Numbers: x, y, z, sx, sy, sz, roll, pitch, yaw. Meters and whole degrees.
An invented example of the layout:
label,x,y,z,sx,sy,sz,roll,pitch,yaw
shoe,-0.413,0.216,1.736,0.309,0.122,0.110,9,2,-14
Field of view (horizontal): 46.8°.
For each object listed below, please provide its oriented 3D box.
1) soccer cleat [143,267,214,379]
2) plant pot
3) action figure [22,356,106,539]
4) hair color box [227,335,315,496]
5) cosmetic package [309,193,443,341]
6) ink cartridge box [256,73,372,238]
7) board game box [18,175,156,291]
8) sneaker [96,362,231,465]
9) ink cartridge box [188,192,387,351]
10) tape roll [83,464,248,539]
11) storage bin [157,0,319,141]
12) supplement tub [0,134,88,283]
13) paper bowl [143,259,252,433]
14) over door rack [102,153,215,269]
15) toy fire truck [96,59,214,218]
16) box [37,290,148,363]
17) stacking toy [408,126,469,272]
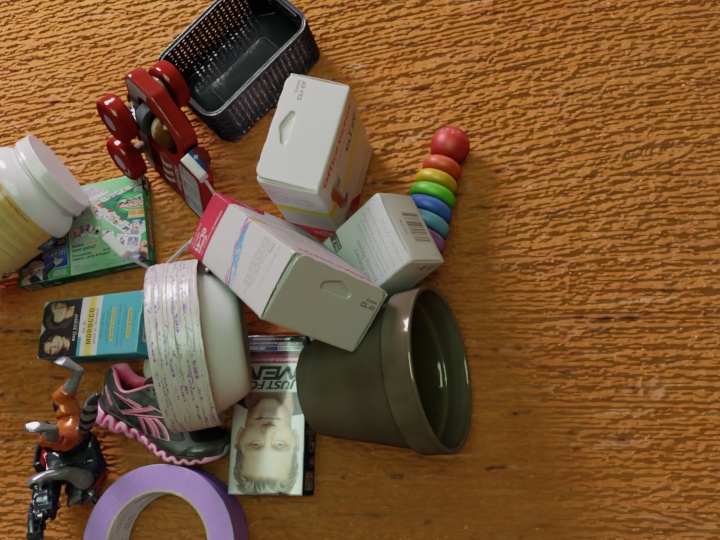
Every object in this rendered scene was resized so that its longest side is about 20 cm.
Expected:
label,x,y,z,sx,sy,sz,roll,pitch,yaw
soccer cleat,-0.232,0.065,1.118,0.069,0.078,0.201,34,84,17
plant pot,0.022,0.131,1.012,0.172,0.200,0.202,-12,73,23
action figure,-0.365,0.239,1.046,0.104,0.194,0.201,-5,40,-9
hair color box,-0.111,0.187,1.074,0.099,0.061,0.202,-2,76,10
cosmetic package,0.000,0.000,1.045,0.200,0.074,0.102,-41,64,34
ink cartridge box,-0.053,-0.138,1.076,0.083,0.200,0.146,13,78,13
board game box,-0.399,-0.056,1.205,0.198,0.029,0.136,-11,73,7
sneaker,-0.255,0.180,1.078,0.199,0.079,0.096,19,107,13
ink cartridge box,-0.088,-0.001,0.962,0.200,0.147,0.086,38,101,49
tape roll,-0.245,0.349,1.053,0.198,0.066,0.202,-2,75,8
storage bin,-0.173,-0.304,1.198,0.200,0.094,0.135,-46,73,-3
supplement tub,-0.490,-0.075,1.136,0.200,0.145,0.145,-37,72,-1
paper bowl,-0.188,0.087,0.993,0.104,0.201,0.202,-8,74,-6
over door rack,-0.226,-0.044,1.080,0.067,0.200,0.148,42,83,16
toy fire truck,-0.256,-0.172,1.124,0.168,0.200,0.112,43,65,16
box,-0.345,0.078,1.111,0.199,0.049,0.083,-7,73,33
stacking toy,0.095,-0.103,1.109,0.085,0.085,0.201,15,74,13
